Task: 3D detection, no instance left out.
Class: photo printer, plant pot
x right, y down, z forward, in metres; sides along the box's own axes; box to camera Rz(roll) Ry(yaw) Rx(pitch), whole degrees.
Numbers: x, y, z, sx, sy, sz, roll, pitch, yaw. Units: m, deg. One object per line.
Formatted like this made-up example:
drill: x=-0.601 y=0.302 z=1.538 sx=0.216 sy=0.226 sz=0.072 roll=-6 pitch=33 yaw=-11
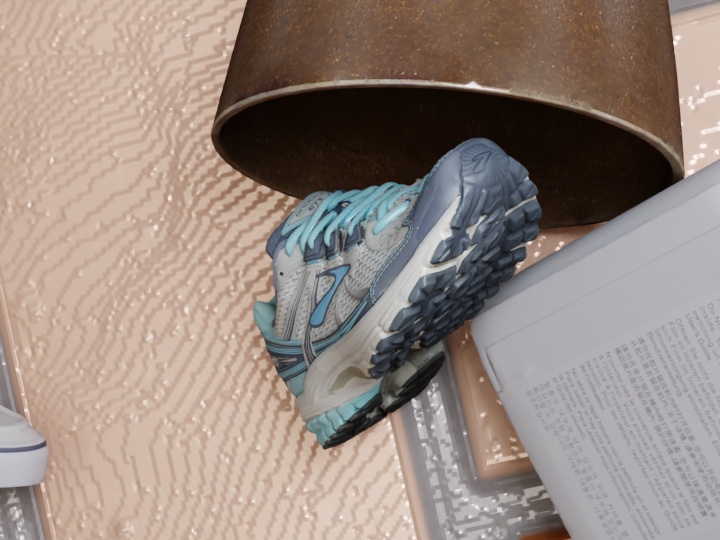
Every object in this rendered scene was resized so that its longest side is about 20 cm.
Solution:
photo printer: x=0.148 y=0.046 z=0.684 sx=0.200 sy=0.069 sz=0.167 roll=-34 pitch=83 yaw=51
plant pot: x=0.044 y=-0.137 z=0.718 sx=0.186 sy=0.187 sz=0.201 roll=3 pitch=76 yaw=11

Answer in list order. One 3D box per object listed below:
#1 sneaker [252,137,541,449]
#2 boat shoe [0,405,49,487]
sneaker: x=0.000 y=0.000 z=0.716 sx=0.078 sy=0.200 sz=0.086 roll=-31 pitch=75 yaw=-34
boat shoe: x=-0.231 y=0.045 z=0.816 sx=0.199 sy=0.072 sz=0.066 roll=18 pitch=98 yaw=19
